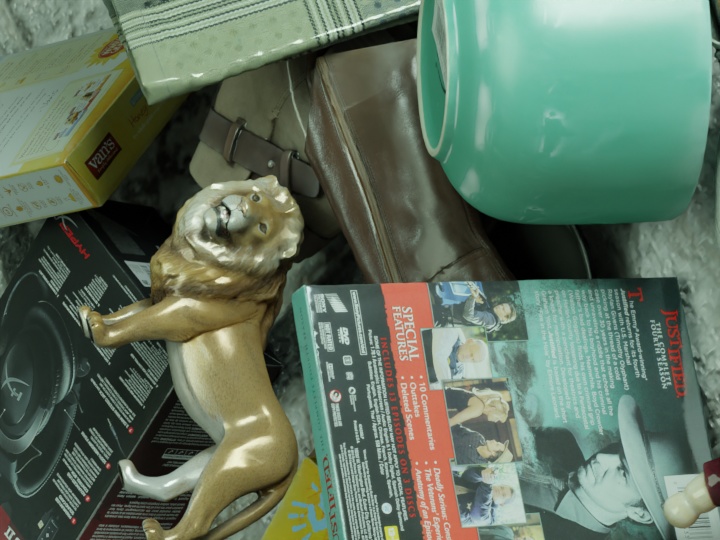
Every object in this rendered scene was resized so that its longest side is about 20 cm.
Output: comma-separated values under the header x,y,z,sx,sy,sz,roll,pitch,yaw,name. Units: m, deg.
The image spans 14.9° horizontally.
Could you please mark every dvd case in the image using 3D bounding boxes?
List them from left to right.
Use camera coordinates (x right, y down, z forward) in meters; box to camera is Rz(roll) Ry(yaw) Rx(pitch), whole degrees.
x,y,z,sx,sy,sz,roll,pitch,yaw,name
0.071,0.074,1.267,0.022,0.200,0.146,141,123,-59,dvd case

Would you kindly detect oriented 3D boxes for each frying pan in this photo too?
x,y,z,sx,sy,sz,roll,pitch,yaw,name
0.084,0.046,1.368,0.115,0.031,0.190,-13,86,48,frying pan

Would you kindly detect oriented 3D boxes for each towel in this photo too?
x,y,z,sx,sy,sz,roll,pitch,yaw,name
-0.047,-0.179,1.433,0.035,0.200,0.193,83,168,-55,towel

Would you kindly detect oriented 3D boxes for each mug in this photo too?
x,y,z,sx,sy,sz,roll,pitch,yaw,name
0.086,-0.096,1.296,0.185,0.114,0.152,162,106,-81,mug

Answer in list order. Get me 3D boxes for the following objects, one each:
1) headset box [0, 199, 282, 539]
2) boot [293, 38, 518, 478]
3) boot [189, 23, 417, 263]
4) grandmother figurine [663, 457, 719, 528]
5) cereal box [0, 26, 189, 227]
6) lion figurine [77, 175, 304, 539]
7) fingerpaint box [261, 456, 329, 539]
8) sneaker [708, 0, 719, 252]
x,y,z,sx,sy,sz,roll,pitch,yaw,name
-0.154,0.081,1.556,0.149,0.077,0.200,48,117,36,headset box
0.000,0.000,1.393,0.186,0.064,0.200,-36,69,32,boot
-0.048,-0.109,1.490,0.146,0.070,0.200,-55,52,25,boot
0.195,0.126,1.240,0.121,0.061,0.200,27,101,6,grandmother figurine
-0.189,-0.079,1.582,0.200,0.040,0.144,-10,35,43,cereal box
-0.072,0.057,1.425,0.072,0.122,0.200,179,77,-78,lion figurine
0.001,0.216,1.309,0.167,0.073,0.200,40,110,36,fingerpaint box
0.182,-0.097,1.255,0.076,0.092,0.200,12,93,43,sneaker
